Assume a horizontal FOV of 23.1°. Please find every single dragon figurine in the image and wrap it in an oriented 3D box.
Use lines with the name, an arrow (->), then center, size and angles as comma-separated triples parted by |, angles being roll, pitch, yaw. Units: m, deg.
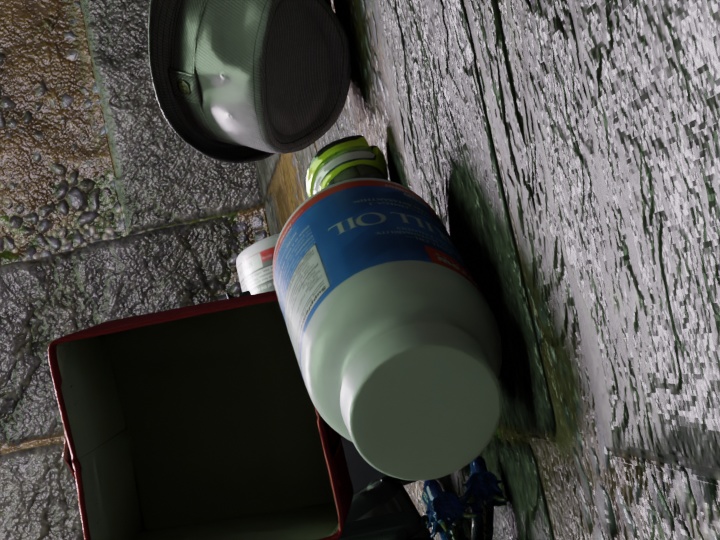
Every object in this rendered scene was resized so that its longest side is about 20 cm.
dragon figurine -> 0.076, 0.217, 1.073 | 0.099, 0.059, 0.200 | 94, 164, -72

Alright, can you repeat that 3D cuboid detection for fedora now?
fedora -> -0.070, -0.170, 1.358 | 0.090, 0.177, 0.200 | 26, 126, 44

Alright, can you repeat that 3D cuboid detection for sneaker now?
sneaker -> 0.000, 0.000, 1.316 | 0.081, 0.074, 0.200 | -113, 10, -46

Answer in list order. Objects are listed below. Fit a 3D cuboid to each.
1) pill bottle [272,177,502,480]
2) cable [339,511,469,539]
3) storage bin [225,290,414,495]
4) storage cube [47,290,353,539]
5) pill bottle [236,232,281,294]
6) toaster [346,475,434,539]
pill bottle -> 0.017, 0.033, 0.994 | 0.200, 0.112, 0.112 | -115, 14, -63
cable -> 0.002, 0.264, 1.292 | 0.051, 0.200, 0.164 | -36, -71, -73
storage bin -> -0.027, 0.105, 1.478 | 0.146, 0.134, 0.200 | -135, 34, -80
storage cube -> -0.105, 0.110, 1.262 | 0.180, 0.200, 0.171 | -49, -52, -87
pill bottle -> -0.043, 0.070, 1.669 | 0.114, 0.114, 0.200 | 98, 159, -75
toaster -> -0.003, 0.250, 1.375 | 0.129, 0.200, 0.114 | 57, -178, 3
